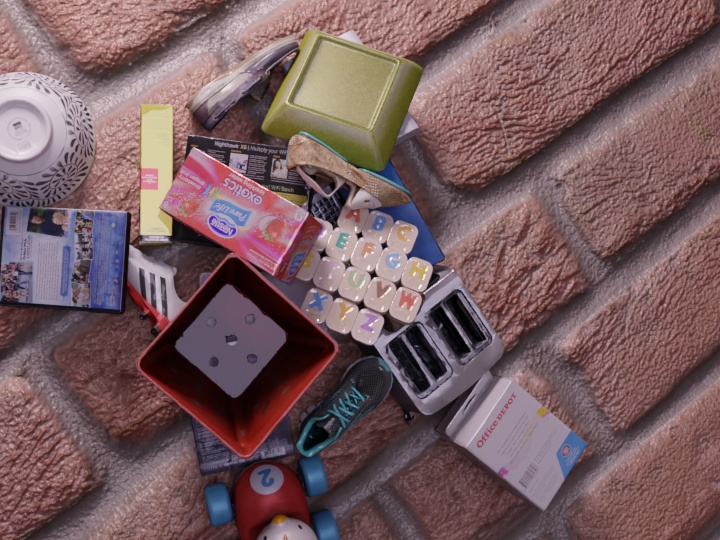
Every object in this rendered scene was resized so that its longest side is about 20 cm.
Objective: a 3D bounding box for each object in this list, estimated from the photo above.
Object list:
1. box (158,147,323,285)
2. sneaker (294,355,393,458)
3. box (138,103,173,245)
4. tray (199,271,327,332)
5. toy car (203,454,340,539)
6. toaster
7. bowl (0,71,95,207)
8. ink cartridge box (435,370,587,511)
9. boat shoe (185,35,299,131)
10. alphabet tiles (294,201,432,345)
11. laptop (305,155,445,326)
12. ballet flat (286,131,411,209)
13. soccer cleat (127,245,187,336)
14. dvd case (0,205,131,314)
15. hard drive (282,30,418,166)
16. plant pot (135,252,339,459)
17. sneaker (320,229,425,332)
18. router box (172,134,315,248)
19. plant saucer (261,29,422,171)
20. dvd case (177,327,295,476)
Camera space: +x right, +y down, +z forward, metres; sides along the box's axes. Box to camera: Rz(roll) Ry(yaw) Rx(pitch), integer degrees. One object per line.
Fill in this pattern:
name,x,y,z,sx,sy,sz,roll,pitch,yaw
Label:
box,-0.166,-0.074,1.263,0.199,0.095,0.103,30,88,14
sneaker,-0.027,0.211,1.342,0.077,0.091,0.200,41,113,-2
box,-0.303,-0.139,1.335,0.049,0.075,0.203,1,89,-14
tray,-0.148,0.053,1.385,0.197,0.022,0.109,-1,103,-13
toy car,-0.114,0.379,1.298,0.182,0.200,0.179,-14,97,-15
toaster,0.105,0.116,1.409,0.180,0.119,0.201,-36,97,-12
bowl,-0.481,-0.192,1.280,0.198,0.094,0.204,0,88,-13
ink cartridge box,0.227,0.257,1.425,0.200,0.125,0.129,41,79,-14
boat shoe,-0.171,-0.286,1.378,0.199,0.072,0.065,-36,102,-9
alphabet tiles,0.000,0.000,1.299,0.198,0.015,0.197,22,69,5
laptop,-0.011,-0.044,1.385,0.199,0.116,0.189,-32,95,-13
ballet flat,-0.022,-0.127,1.313,0.198,0.070,0.066,27,80,-7
soccer cleat,-0.321,0.003,1.334,0.085,0.068,0.201,-39,97,-27
dvd case,-0.424,-0.016,1.285,0.197,0.018,0.145,3,90,11
hard drive,-0.016,-0.266,1.399,0.131,0.026,0.201,-28,73,-13
plant pot,-0.176,0.109,1.274,0.200,0.176,0.200,42,85,-11
sneaker,0.014,0.003,1.351,0.075,0.071,0.200,-33,71,-22
router box,-0.171,-0.109,1.354,0.197,0.052,0.160,8,86,2
plant saucer,-0.025,-0.270,1.355,0.197,0.048,0.202,19,68,6
dvd case,-0.188,0.199,1.374,0.147,0.016,0.203,-10,96,-11
